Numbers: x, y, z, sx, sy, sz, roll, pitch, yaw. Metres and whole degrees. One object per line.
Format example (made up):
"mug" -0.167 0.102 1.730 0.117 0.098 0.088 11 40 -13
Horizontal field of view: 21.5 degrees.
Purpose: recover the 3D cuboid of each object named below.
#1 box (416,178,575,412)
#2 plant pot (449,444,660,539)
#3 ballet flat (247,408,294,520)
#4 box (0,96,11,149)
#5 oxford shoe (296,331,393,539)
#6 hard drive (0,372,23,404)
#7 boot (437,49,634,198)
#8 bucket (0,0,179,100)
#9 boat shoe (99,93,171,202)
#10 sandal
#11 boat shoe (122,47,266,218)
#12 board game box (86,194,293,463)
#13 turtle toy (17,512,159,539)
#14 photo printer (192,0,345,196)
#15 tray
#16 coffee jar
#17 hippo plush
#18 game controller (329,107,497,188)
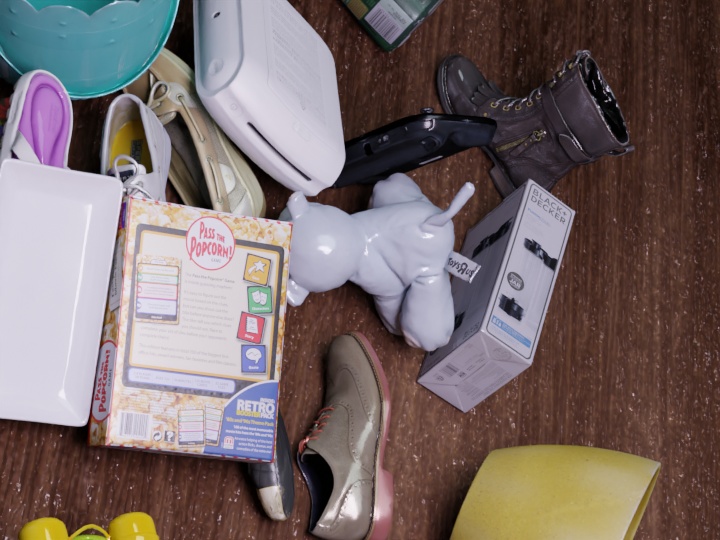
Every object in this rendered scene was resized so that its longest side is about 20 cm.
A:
"box" 0.130 0.023 1.807 0.060 0.117 0.201 32 48 -14
"plant pot" 0.160 0.232 1.668 0.141 0.201 0.200 24 46 12
"ballet flat" -0.099 0.123 1.636 0.056 0.067 0.201 -19 69 2
"box" -0.334 -0.064 1.581 0.199 0.039 0.138 -20 77 -41
"oxford shoe" -0.018 0.142 1.661 0.074 0.070 0.202 9 57 -25
"hard drive" -0.315 0.007 1.516 0.132 0.026 0.201 -40 107 -39
"boot" 0.180 -0.171 1.921 0.069 0.174 0.201 -26 79 -42
"bucket" -0.253 -0.257 1.656 0.205 0.135 0.209 4 56 -6
"boat shoe" -0.195 -0.065 1.600 0.074 0.086 0.203 -7 58 12
"sandal" -0.257 -0.079 1.552 0.082 0.050 0.204 22 54 -49
"boat shoe" -0.163 -0.116 1.716 0.063 0.073 0.202 -31 91 -47
"board game box" -0.137 0.050 1.551 0.150 0.046 0.202 10 80 -28
"turtle toy" -0.225 0.265 1.414 0.199 0.101 0.147 1 63 -34
"photo printer" -0.084 -0.172 1.750 0.166 0.069 0.201 43 26 -37
"tray" -0.253 0.018 1.503 0.107 0.022 0.202 9 89 -30
"coffee jar" -0.006 -0.327 1.946 0.200 0.085 0.104 44 49 -6
"hippo plush" 0.000 0.000 1.714 0.159 0.200 0.161 -7 99 -17
"game controller" 0.038 -0.114 1.774 0.104 0.199 0.043 -9 86 -36
